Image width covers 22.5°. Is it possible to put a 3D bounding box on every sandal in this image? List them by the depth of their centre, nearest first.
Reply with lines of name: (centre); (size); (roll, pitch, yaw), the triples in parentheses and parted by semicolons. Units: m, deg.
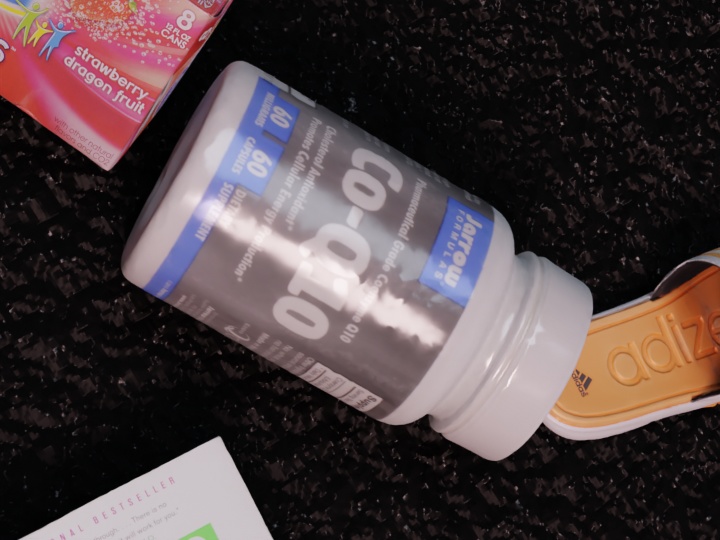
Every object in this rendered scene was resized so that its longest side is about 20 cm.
sandal: (0.178, 0.034, 0.937); (0.205, 0.059, 0.080); (-21, 78, -31)

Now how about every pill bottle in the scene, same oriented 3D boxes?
pill bottle: (0.000, 0.000, 0.835); (0.199, 0.114, 0.115); (29, 58, -11)

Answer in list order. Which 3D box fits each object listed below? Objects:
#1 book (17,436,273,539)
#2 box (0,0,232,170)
book: (-0.074, 0.191, 0.759); (0.133, 0.048, 0.201); (-25, 82, -28)
box: (-0.157, -0.155, 0.821); (0.199, 0.100, 0.096); (36, 31, -7)
